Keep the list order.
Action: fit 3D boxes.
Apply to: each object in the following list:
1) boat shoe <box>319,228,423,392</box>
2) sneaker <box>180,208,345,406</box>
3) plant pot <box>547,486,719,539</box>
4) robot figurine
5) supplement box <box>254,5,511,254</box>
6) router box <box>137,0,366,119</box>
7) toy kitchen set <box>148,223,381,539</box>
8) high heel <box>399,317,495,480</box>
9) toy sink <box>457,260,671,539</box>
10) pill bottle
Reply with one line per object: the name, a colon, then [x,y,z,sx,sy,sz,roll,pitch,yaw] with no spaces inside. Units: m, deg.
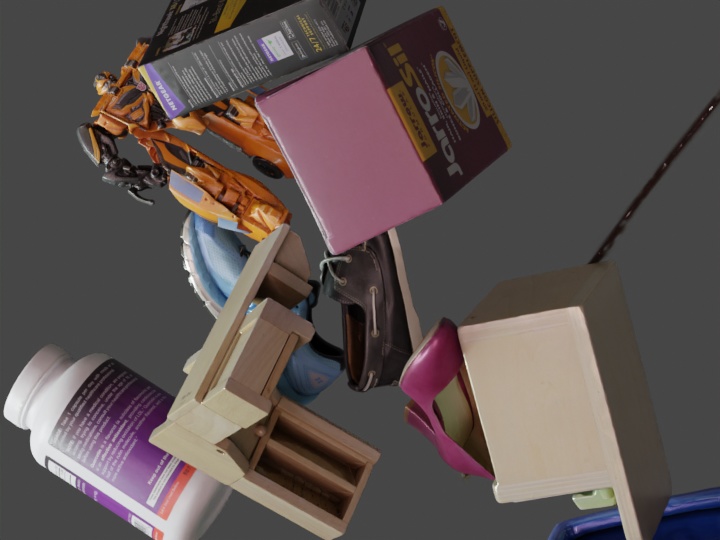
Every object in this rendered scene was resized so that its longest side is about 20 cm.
boat shoe: [0.000,0.000,1.551,0.067,0.072,0.201,-15,102,-14]
sneaker: [-0.077,0.017,1.602,0.090,0.078,0.201,-28,103,15]
plant pot: [0.250,0.298,1.492,0.199,0.200,0.181,-14,106,22]
robot figurine: [-0.129,-0.111,1.552,0.199,0.058,0.145,30,70,1]
supplement box: [0.022,-0.111,1.449,0.103,0.200,0.132,-24,98,24]
router box: [-0.069,-0.210,1.453,0.156,0.200,0.052,-18,121,24]
toy kitchen set: [-0.035,0.086,1.506,0.180,0.164,0.200,31,155,-12]
high heel: [0.082,0.107,1.515,0.096,0.067,0.200,34,154,14]
toy sink: [0.160,0.112,1.503,0.111,0.130,0.201,-12,102,23]
pill bottle: [-0.206,0.148,1.656,0.199,0.112,0.113,32,114,9]
